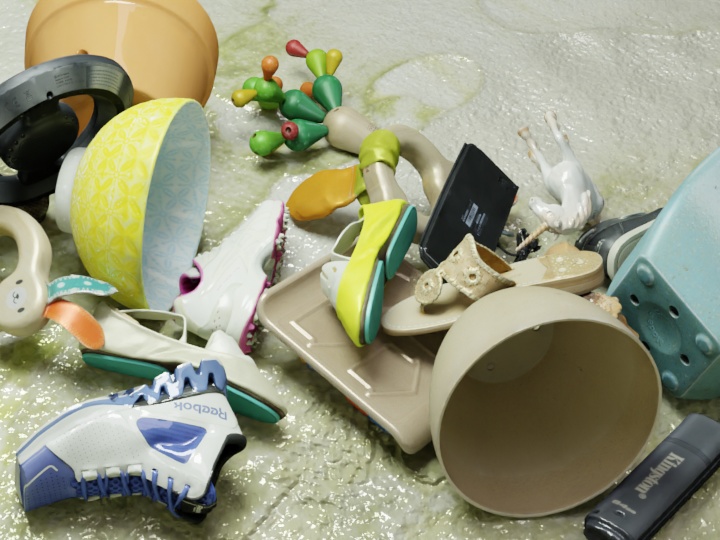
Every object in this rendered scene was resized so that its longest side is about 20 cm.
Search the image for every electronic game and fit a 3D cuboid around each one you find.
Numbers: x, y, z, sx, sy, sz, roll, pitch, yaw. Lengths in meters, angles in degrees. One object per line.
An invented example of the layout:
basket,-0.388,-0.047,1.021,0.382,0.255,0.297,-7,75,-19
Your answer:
electronic game,-0.295,-0.124,1.502,0.199,0.200,0.042,-22,67,-35

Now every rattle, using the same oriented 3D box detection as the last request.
rattle,0.049,-0.059,1.691,0.199,0.143,0.131,10,43,-49
rattle,-0.321,-0.008,1.422,0.199,0.144,0.130,29,63,36

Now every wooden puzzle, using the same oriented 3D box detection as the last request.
wooden puzzle,0.024,0.068,1.515,0.200,0.046,0.185,42,44,17

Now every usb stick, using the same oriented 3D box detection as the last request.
usb stick,0.267,0.188,1.452,0.055,0.033,0.199,34,44,23

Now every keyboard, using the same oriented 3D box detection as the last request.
keyboard,0.121,-0.034,1.620,0.127,0.021,0.201,43,39,-13

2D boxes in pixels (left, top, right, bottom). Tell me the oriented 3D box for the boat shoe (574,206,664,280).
boat shoe,0.306,-0.038,1.710,0.199,0.073,0.067,-17,22,-38

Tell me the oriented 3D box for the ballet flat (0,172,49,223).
ballet flat,-0.400,-0.089,1.602,0.198,0.047,0.068,13,40,1

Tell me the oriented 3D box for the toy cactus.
toy cactus,-0.048,-0.179,1.781,0.164,0.103,0.200,26,31,1

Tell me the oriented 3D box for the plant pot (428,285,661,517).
plant pot,0.142,0.092,1.419,0.198,0.202,0.135,-1,30,-16

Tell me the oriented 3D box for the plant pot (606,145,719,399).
plant pot,0.345,0.008,1.547,0.199,0.196,0.197,-31,73,-25

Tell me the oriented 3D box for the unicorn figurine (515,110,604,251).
unicorn figurine,0.208,-0.088,1.688,0.199,0.074,0.138,9,52,-55

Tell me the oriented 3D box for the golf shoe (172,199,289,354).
golf shoe,-0.120,-0.007,1.558,0.090,0.076,0.201,11,38,4

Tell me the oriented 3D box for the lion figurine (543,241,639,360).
lion figurine,0.195,0.028,1.556,0.072,0.123,0.201,-1,40,-15

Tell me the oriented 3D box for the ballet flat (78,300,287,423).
ballet flat,-0.151,0.074,1.446,0.198,0.070,0.070,18,39,6

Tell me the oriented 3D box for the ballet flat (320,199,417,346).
ballet flat,0.000,0.000,1.499,0.066,0.067,0.201,8,37,12

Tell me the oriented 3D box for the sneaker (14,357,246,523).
sneaker,-0.174,0.157,1.329,0.198,0.081,0.116,-24,66,-21

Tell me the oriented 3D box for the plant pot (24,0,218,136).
plant pot,-0.242,-0.180,1.642,0.198,0.201,0.141,5,45,-8

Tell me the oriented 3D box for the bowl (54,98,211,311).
bowl,-0.217,-0.065,1.509,0.106,0.202,0.201,10,38,9

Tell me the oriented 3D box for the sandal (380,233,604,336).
sandal,0.114,-0.004,1.484,0.209,0.070,0.078,-13,25,-2
